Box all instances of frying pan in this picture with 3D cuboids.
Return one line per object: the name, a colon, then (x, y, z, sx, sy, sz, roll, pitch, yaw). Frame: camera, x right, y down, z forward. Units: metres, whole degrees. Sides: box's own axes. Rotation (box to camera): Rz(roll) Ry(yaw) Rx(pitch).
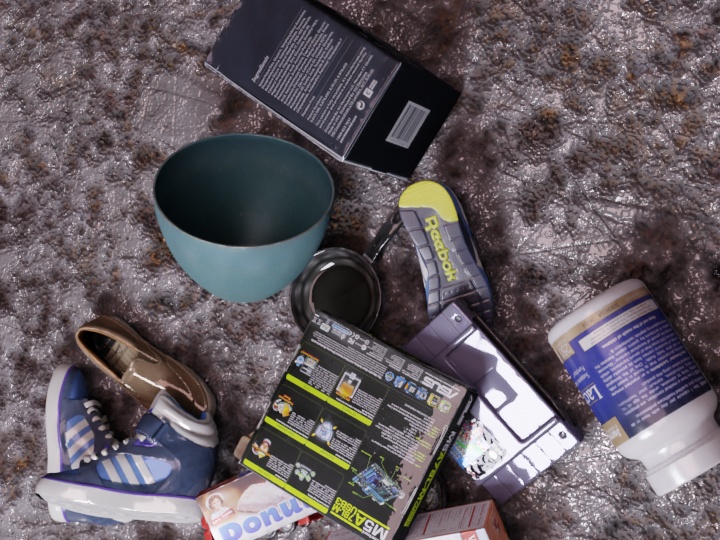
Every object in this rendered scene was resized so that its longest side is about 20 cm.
frying pan: (-0.015, -0.004, 1.520, 0.115, 0.031, 0.190, 20, 94, 22)

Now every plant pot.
plant pot: (-0.133, -0.043, 1.503, 0.200, 0.200, 0.135, 27, 136, 21)

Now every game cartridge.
game cartridge: (0.127, 0.143, 1.425, 0.200, 0.038, 0.130, 48, 113, 5)

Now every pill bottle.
pill bottle: (0.288, 0.119, 1.342, 0.116, 0.116, 0.200, -36, 76, 19)

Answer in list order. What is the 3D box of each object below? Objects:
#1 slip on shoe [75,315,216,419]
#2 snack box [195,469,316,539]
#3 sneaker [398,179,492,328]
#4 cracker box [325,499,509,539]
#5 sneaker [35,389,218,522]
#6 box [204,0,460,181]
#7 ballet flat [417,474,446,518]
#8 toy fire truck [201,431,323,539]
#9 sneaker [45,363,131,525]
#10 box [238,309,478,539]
slip on shoe: (-0.263, 0.124, 1.608, 0.200, 0.061, 0.076, 40, 104, 19)
snack box: (-0.079, 0.243, 1.484, 0.200, 0.024, 0.072, -24, 97, 1)
sneaker: (0.099, -0.010, 1.454, 0.074, 0.082, 0.200, -13, 103, 9)
cracker box: (0.071, 0.334, 1.437, 0.200, 0.058, 0.134, -15, 110, 23)
sneaker: (-0.265, 0.209, 1.542, 0.200, 0.081, 0.147, 6, 68, 2)
box: (-0.026, -0.206, 1.436, 0.197, 0.200, 0.124, 35, 101, 19)
ballet flat: (0.046, 0.188, 1.471, 0.072, 0.072, 0.200, -20, 81, 22)
toy fire truck: (-0.106, 0.237, 1.546, 0.200, 0.049, 0.141, -19, 81, 23)
sneaker: (-0.305, 0.211, 1.627, 0.146, 0.081, 0.200, -4, 75, 6)
box: (-0.004, 0.168, 1.414, 0.200, 0.048, 0.193, 26, 92, 25)
